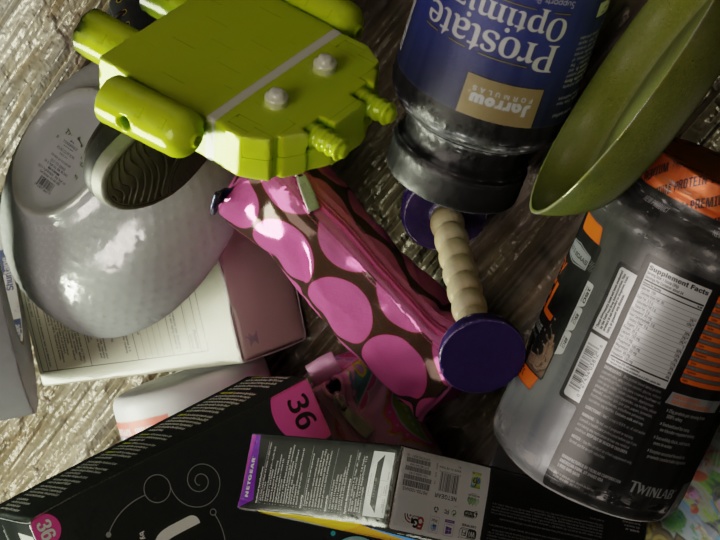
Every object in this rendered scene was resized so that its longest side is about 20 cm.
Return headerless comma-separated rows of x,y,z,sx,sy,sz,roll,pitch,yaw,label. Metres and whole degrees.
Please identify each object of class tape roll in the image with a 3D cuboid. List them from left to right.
-0.271,0.005,1.744,0.066,0.200,0.202,-12,98,-3,tape roll

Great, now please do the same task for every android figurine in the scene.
-0.071,-0.119,1.539,0.199,0.182,0.041,30,136,29,android figurine

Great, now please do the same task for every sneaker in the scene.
-0.138,-0.116,1.616,0.106,0.200,0.075,23,135,20,sneaker

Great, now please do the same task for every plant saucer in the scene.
0.164,-0.106,1.424,0.031,0.200,0.200,35,127,-7,plant saucer

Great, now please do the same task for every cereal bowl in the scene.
-0.168,-0.062,1.696,0.199,0.083,0.202,-21,54,32,cereal bowl

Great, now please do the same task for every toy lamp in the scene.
0.059,-0.006,1.543,0.201,0.058,0.059,-104,30,-55,toy lamp

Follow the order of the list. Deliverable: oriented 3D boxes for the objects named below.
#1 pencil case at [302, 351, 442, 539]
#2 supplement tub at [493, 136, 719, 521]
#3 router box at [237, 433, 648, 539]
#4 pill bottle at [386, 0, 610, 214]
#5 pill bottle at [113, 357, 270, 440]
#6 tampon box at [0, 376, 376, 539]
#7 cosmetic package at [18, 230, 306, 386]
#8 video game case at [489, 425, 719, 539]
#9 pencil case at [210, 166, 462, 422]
0.021,0.145,1.668,0.087,0.087,0.201,-28,86,40,pencil case
0.166,0.032,1.475,0.122,0.122,0.201,32,107,27,supplement tub
0.050,0.141,1.526,0.149,0.199,0.052,1,77,53,router box
0.083,-0.140,1.515,0.112,0.112,0.201,33,121,27,pill bottle
-0.090,0.167,1.747,0.111,0.111,0.202,-14,95,40,pill bottle
-0.106,0.175,1.614,0.151,0.199,0.126,66,161,-7,tampon box
-0.140,0.016,1.768,0.199,0.071,0.106,-6,98,40,cosmetic package
0.180,0.128,1.577,0.200,0.022,0.183,39,124,23,video game case
0.000,0.000,1.611,0.200,0.091,0.094,45,150,-1,pencil case
